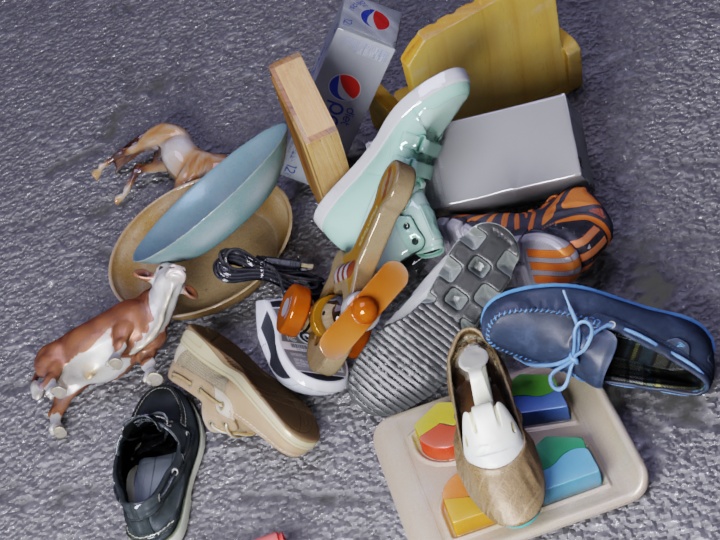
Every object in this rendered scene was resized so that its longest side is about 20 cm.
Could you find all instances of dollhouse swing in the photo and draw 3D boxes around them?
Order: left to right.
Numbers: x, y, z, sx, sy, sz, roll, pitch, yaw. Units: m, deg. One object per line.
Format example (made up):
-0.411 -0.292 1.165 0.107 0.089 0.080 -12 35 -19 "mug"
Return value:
0.102 -0.230 1.838 0.199 0.176 0.182 -30 38 -8 "dollhouse swing"

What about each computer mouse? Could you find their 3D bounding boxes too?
-0.068 0.056 1.668 0.109 0.044 0.201 11 34 -26 "computer mouse"

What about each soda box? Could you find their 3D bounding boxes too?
-0.023 -0.179 1.824 0.063 0.201 0.069 19 41 -8 "soda box"

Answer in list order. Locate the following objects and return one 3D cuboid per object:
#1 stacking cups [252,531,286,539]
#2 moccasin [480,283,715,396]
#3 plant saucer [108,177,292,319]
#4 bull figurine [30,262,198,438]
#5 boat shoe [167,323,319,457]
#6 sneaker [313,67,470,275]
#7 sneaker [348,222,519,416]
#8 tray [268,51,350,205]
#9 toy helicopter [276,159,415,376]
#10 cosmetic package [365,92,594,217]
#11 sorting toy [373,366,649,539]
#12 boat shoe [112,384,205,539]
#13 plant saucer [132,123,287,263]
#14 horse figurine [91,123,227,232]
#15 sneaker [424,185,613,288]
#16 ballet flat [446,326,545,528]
-0.150 0.267 1.473 0.199 0.061 0.061 -19 37 -3 "stacking cups"
0.199 0.059 1.475 0.198 0.081 0.068 6 39 -3 "moccasin"
-0.157 -0.017 1.817 0.199 0.036 0.201 -13 43 13 "plant saucer"
-0.235 0.072 1.708 0.199 0.065 0.122 -33 28 21 "bull figurine"
-0.107 0.121 1.620 0.200 0.071 0.065 39 101 47 "boat shoe"
0.059 -0.080 1.633 0.118 0.074 0.201 45 107 21 "sneaker"
0.067 0.047 1.581 0.200 0.074 0.089 -48 -1 0 "sneaker"
-0.038 -0.109 1.723 0.037 0.200 0.099 -24 60 -4 "tray"
0.000 0.000 1.563 0.078 0.201 0.132 20 14 -15 "toy helicopter"
0.116 -0.100 1.714 0.199 0.107 0.091 -15 81 11 "cosmetic package"
0.118 0.150 1.486 0.199 0.037 0.186 -23 38 0 "sorting toy"
-0.187 0.161 1.601 0.074 0.066 0.200 -13 38 15 "boat shoe"
-0.137 -0.064 1.760 0.201 0.039 0.201 -38 15 12 "plant saucer"
-0.209 -0.109 1.951 0.132 0.050 0.200 -40 43 -10 "horse figurine"
0.149 -0.029 1.668 0.199 0.078 0.112 9 33 40 "sneaker"
0.103 0.117 1.450 0.067 0.073 0.201 -14 38 5 "ballet flat"
